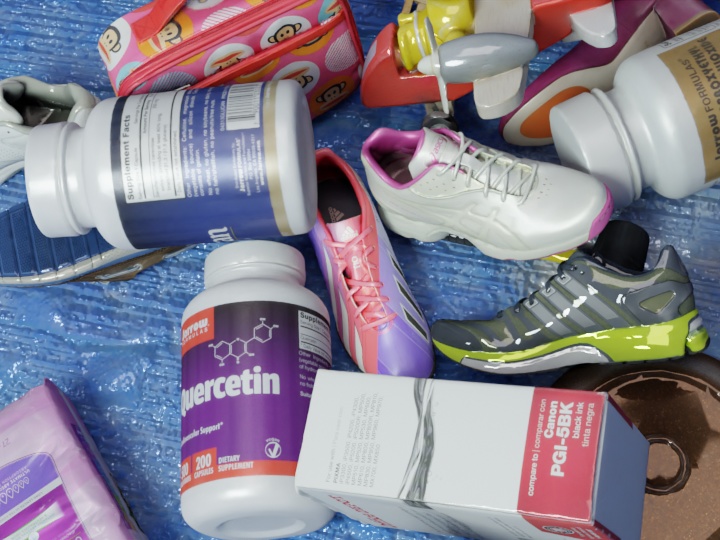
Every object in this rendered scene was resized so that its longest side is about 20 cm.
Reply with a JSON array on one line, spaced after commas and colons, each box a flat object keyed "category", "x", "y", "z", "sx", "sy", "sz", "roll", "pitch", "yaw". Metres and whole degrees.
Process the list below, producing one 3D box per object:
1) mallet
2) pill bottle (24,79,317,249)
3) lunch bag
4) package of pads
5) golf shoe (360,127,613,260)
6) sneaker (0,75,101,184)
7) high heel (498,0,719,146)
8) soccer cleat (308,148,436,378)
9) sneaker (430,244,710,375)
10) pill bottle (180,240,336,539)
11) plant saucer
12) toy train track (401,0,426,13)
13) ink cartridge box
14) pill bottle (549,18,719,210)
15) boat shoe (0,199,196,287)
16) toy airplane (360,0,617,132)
[{"category": "mallet", "x": 0.119, "y": -0.011, "z": 0.988, "sx": 0.197, "sy": 0.041, "sz": 0.067, "roll": 6, "pitch": 64, "yaw": 16}, {"category": "pill bottle", "x": -0.135, "y": -0.073, "z": 0.933, "sx": 0.197, "sy": 0.111, "sz": 0.113, "roll": -5, "pitch": 66, "yaw": 6}, {"category": "lunch bag", "x": -0.100, "y": -0.173, "z": 1.012, "sx": 0.198, "sy": 0.177, "sz": 0.083, "roll": -26, "pitch": 63, "yaw": -2}, {"category": "package of pads", "x": -0.226, "y": 0.192, "z": 0.929, "sx": 0.120, "sy": 0.076, "sz": 0.201, "roll": -34, "pitch": 66, "yaw": -4}, {"category": "golf shoe", "x": 0.084, "y": -0.060, "z": 0.937, "sx": 0.198, "sy": 0.092, "sz": 0.076, "roll": 6, "pitch": 60, "yaw": 33}, {"category": "sneaker", "x": -0.299, "y": -0.121, "z": 1.061, "sx": 0.197, "sy": 0.100, "sz": 0.079, "roll": -12, "pitch": 65, "yaw": 3}, {"category": "high heel", "x": 0.187, "y": -0.174, "z": 1.044, "sx": 0.198, "sy": 0.068, "sz": 0.096, "roll": -28, "pitch": 44, "yaw": -3}, {"category": "soccer cleat", "x": 0.000, "y": 0.000, "z": 0.978, "sx": 0.067, "sy": 0.073, "sz": 0.202, "roll": -21, "pitch": 65, "yaw": -1}, {"category": "sneaker", "x": 0.146, "y": 0.027, "z": 0.924, "sx": 0.197, "sy": 0.074, "sz": 0.082, "roll": -7, "pitch": 93, "yaw": 14}, {"category": "pill bottle", "x": -0.075, "y": 0.086, "z": 0.931, "sx": 0.111, "sy": 0.113, "sz": 0.203, "roll": -7, "pitch": 66, "yaw": 6}, {"category": "plant saucer", "x": 0.209, "y": 0.141, "z": 0.907, "sx": 0.197, "sy": 0.037, "sz": 0.203, "roll": -4, "pitch": 66, "yaw": 8}, {"category": "toy train track", "x": 0.075, "y": -0.271, "z": 1.095, "sx": 0.113, "sy": 0.033, "sz": 0.202, "roll": 18, "pitch": 85, "yaw": -2}, {"category": "ink cartridge box", "x": 0.077, "y": 0.128, "z": 0.847, "sx": 0.197, "sy": 0.147, "sz": 0.084, "roll": 3, "pitch": 72, "yaw": 24}, {"category": "pill bottle", "x": 0.250, "y": -0.119, "z": 0.969, "sx": 0.198, "sy": 0.115, "sz": 0.115, "roll": -22, "pitch": 65, "yaw": -1}, {"category": "boat shoe", "x": -0.205, "y": -0.019, "z": 1.018, "sx": 0.197, "sy": 0.073, "sz": 0.073, "roll": -12, "pitch": 66, "yaw": 0}, {"category": "toy airplane", "x": 0.097, "y": -0.198, "z": 0.973, "sx": 0.200, "sy": 0.141, "sz": 0.199, "roll": -49, "pitch": 31, "yaw": -12}]
